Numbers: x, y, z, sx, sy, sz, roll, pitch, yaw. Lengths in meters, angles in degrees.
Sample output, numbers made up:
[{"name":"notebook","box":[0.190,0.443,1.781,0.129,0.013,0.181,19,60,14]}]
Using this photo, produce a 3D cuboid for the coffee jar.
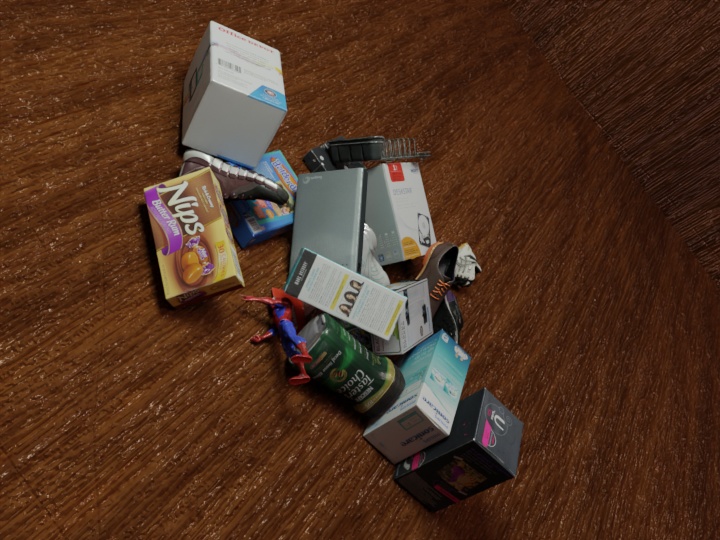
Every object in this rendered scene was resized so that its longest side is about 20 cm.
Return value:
[{"name":"coffee jar","box":[-0.020,0.167,1.277,0.199,0.104,0.086,37,14,-24]}]

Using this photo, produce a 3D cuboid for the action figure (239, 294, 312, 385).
[{"name":"action figure","box":[-0.144,0.101,1.215,0.097,0.066,0.201,1,30,-17]}]

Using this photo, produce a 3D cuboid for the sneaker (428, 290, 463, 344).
[{"name":"sneaker","box":[0.192,0.119,1.581,0.087,0.075,0.202,28,43,-37]}]

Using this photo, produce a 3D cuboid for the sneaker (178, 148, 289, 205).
[{"name":"sneaker","box":[-0.227,-0.120,1.276,0.197,0.076,0.117,21,82,9]}]

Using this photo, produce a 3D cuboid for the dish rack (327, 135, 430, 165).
[{"name":"dish rack","box":[0.046,-0.255,1.587,0.198,0.152,0.056,-10,101,-43]}]

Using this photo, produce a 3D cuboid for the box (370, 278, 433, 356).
[{"name":"box","box":[0.077,0.085,1.415,0.200,0.059,0.119,-13,98,-67]}]

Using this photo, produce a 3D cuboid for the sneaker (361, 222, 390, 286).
[{"name":"sneaker","box":[0.000,0.000,1.433,0.080,0.070,0.202,-44,135,-25]}]

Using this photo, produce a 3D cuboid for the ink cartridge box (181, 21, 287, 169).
[{"name":"ink cartridge box","box":[-0.234,-0.321,1.369,0.145,0.146,0.202,17,40,-27]}]

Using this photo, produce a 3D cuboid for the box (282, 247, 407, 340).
[{"name":"box","box":[-0.026,0.040,1.270,0.198,0.083,0.049,26,-1,-10]}]

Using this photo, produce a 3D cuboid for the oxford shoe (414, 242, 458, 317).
[{"name":"oxford shoe","box":[0.149,0.034,1.541,0.070,0.072,0.203,22,80,-24]}]

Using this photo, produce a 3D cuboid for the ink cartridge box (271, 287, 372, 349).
[{"name":"ink cartridge box","box":[-0.061,0.081,1.351,0.198,0.050,0.110,13,53,-42]}]

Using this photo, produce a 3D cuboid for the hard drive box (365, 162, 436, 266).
[{"name":"hard drive box","box":[0.078,-0.121,1.586,0.155,0.076,0.203,-16,92,-56]}]

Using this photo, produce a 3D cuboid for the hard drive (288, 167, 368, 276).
[{"name":"hard drive","box":[-0.058,-0.081,1.360,0.033,0.138,0.203,27,64,-60]}]

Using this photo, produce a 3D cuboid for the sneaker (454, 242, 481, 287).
[{"name":"sneaker","box":[0.221,0.002,1.700,0.088,0.075,0.199,55,37,3]}]

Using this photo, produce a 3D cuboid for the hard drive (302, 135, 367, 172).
[{"name":"hard drive","box":[-0.024,-0.188,1.617,0.201,0.038,0.140,53,37,0]}]

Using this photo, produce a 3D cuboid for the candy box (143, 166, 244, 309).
[{"name":"candy box","box":[-0.264,-0.053,1.182,0.057,0.115,0.202,72,0,-68]}]

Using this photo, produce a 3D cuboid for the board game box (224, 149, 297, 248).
[{"name":"board game box","box":[-0.184,-0.138,1.397,0.199,0.045,0.153,-25,80,-52]}]

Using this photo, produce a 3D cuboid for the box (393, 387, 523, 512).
[{"name":"box","box":[0.169,0.313,1.293,0.106,0.199,0.123,42,38,-14]}]

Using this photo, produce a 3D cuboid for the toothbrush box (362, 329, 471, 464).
[{"name":"toothbrush box","box":[0.104,0.225,1.339,0.085,0.146,0.201,42,39,-13]}]
